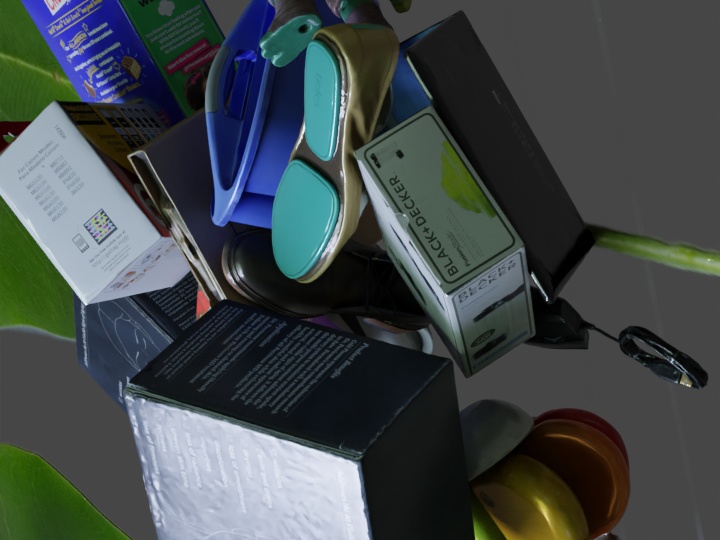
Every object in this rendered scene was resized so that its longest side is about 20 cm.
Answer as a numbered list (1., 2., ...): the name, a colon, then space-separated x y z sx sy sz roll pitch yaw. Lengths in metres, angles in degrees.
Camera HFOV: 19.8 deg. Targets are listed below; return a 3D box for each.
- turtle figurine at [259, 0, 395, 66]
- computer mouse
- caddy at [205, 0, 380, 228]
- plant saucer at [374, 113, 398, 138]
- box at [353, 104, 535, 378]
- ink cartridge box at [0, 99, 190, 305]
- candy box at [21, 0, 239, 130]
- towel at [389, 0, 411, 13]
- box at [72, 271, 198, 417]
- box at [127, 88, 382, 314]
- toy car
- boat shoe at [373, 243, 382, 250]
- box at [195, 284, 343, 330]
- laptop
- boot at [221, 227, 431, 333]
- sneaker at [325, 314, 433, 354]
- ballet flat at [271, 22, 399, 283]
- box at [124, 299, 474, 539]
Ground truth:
1. turtle figurine: -0.052 -0.223 1.386 0.101 0.149 0.201 113 142 -47
2. computer mouse: 0.161 0.052 1.463 0.199 0.034 0.059 21 156 46
3. caddy: -0.059 -0.122 1.473 0.104 0.201 0.141 16 157 -12
4. plant saucer: 0.051 -0.038 1.576 0.201 0.019 0.070 60 153 -6
5. box: 0.059 -0.014 1.364 0.117 0.060 0.200 58 177 20
6. ink cartridge box: -0.201 -0.073 1.595 0.176 0.084 0.200 51 -167 5
7. candy box: -0.183 -0.181 1.733 0.201 0.077 0.169 59 153 -10
8. towel: -0.012 -0.260 1.321 0.086 0.018 0.200 -96 -20 -43
9. box: -0.163 0.061 1.912 0.196 0.124 0.201 41 150 23
10. box: -0.073 -0.057 1.564 0.021 0.200 0.164 -22 101 41
11. toy car: 0.125 0.167 1.538 0.175 0.150 0.200 54 149 -4
12. boat shoe: -0.068 -0.028 1.696 0.199 0.075 0.073 16 176 41
13. box: -0.079 0.091 1.684 0.137 0.039 0.201 37 140 30
14. laptop: 0.064 -0.066 1.421 0.115 0.200 0.188 -28 97 25
15. boot: 0.000 0.000 1.518 0.097 0.199 0.075 -11 72 50
16. sneaker: -0.037 0.039 1.728 0.200 0.088 0.074 28 143 45
17. ballet flat: -0.011 -0.075 1.360 0.069 0.063 0.201 47 140 32
18. box: -0.037 0.150 1.435 0.196 0.124 0.201 15 129 32
